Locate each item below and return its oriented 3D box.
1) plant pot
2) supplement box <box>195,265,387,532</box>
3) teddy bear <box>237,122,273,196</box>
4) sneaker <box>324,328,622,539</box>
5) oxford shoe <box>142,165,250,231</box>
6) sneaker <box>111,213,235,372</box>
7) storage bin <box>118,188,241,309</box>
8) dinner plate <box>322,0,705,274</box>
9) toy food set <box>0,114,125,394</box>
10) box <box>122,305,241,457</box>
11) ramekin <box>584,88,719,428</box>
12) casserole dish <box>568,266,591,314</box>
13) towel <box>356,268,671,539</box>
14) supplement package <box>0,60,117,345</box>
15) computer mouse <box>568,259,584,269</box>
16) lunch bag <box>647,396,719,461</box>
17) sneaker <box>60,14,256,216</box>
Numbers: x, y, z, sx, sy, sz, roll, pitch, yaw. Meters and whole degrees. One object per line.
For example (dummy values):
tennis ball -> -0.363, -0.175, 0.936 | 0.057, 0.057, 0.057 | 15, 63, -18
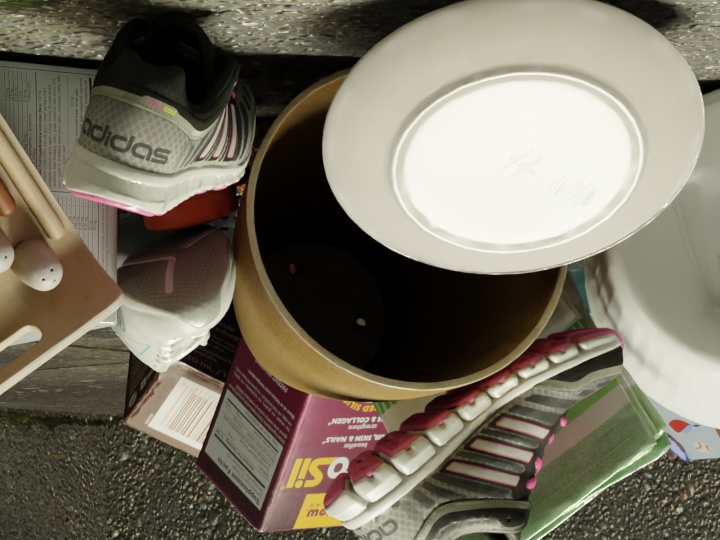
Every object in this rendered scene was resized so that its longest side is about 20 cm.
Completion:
plant pot -> 0.000, 0.000, 1.530 | 0.185, 0.187, 0.200 | 1, 164, -17
supplement box -> -0.017, 0.066, 1.747 | 0.110, 0.201, 0.086 | -1, -150, -40
teddy bear -> 0.006, -0.063, 1.625 | 0.199, 0.067, 0.145 | -3, 170, 14
sneaker -> 0.077, 0.108, 1.505 | 0.200, 0.088, 0.074 | -34, -172, -19
oxford shoe -> -0.104, -0.076, 1.557 | 0.071, 0.073, 0.200 | -14, -168, -5
sneaker -> -0.107, 0.018, 1.513 | 0.070, 0.081, 0.200 | -25, -165, -13
storage bin -> -0.060, -0.025, 1.829 | 0.199, 0.094, 0.135 | 5, 172, -43
dinner plate -> 0.080, -0.061, 1.363 | 0.199, 0.024, 0.201 | -3, 138, -3
toy food set -> -0.223, -0.018, 1.338 | 0.143, 0.200, 0.060 | -37, -147, -11
box -> -0.108, 0.046, 1.914 | 0.100, 0.200, 0.075 | 26, 120, -19
ramekin -> 0.232, -0.012, 1.557 | 0.199, 0.201, 0.098 | -1, 166, 4
casserole dish -> 0.160, 0.016, 1.770 | 0.199, 0.039, 0.121 | -16, 171, 38
towel -> 0.082, 0.067, 1.595 | 0.152, 0.200, 0.023 | -37, 149, 14
supplement package -> -0.264, -0.036, 1.485 | 0.199, 0.148, 0.191 | 3, 172, -30
computer mouse -> 0.157, -0.048, 1.652 | 0.199, 0.139, 0.053 | 10, 153, 16
lunch bag -> 0.294, 0.023, 1.921 | 0.170, 0.201, 0.124 | -7, 139, 48
sneaker -> -0.092, -0.091, 1.367 | 0.073, 0.088, 0.200 | 24, -161, 8
